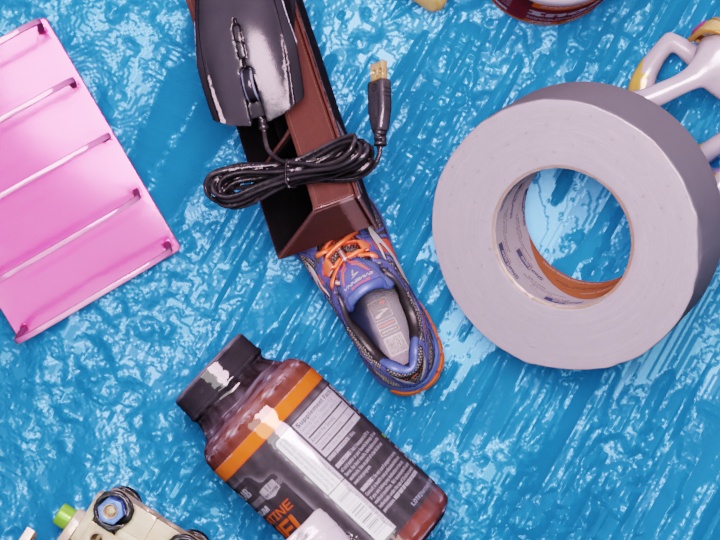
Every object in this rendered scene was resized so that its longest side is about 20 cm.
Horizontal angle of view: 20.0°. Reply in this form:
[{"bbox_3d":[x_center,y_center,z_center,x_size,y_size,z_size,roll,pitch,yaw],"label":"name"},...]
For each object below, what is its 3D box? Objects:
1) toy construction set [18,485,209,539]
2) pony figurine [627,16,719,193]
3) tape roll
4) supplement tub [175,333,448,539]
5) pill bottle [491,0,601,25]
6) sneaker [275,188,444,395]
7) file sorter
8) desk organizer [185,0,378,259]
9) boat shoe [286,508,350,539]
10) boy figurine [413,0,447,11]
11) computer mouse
[{"bbox_3d":[-0.176,0.238,1.508,0.200,0.092,0.131,31,92,-10],"label":"toy construction set"},{"bbox_3d":[0.289,-0.126,1.470,0.200,0.167,0.193,-44,82,17],"label":"pony figurine"},{"bbox_3d":[0.154,-0.031,1.462,0.200,0.066,0.200,8,109,24],"label":"tape roll"},{"bbox_3d":[-0.040,0.138,1.490,0.200,0.107,0.107,43,91,1],"label":"supplement tub"},{"bbox_3d":[0.137,-0.237,1.434,0.113,0.200,0.113,0,91,2],"label":"pill bottle"},{"bbox_3d":[0.000,0.000,1.500,0.075,0.078,0.200,-35,87,0],"label":"sneaker"},{"bbox_3d":[-0.238,-0.064,1.467,0.139,0.125,0.200,-30,96,-4],"label":"file sorter"},{"bbox_3d":[-0.058,-0.116,1.474,0.077,0.072,0.200,-20,70,5],"label":"desk organizer"},{"bbox_3d":[-0.086,0.244,1.440,0.200,0.074,0.065,-38,79,5],"label":"boat shoe"},{"bbox_3d":[0.025,-0.289,1.505,0.124,0.064,0.200,-10,87,-1],"label":"boy figurine"},{"bbox_3d":[-0.051,-0.148,1.420,0.140,0.046,0.200,-8,72,13],"label":"computer mouse"}]
